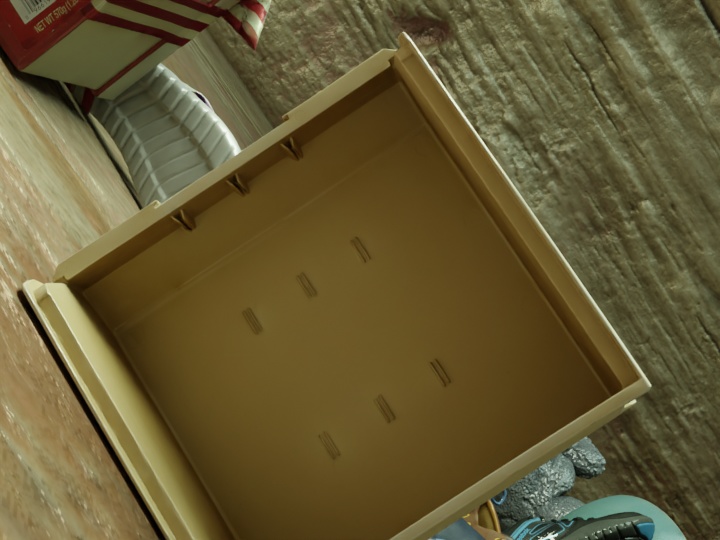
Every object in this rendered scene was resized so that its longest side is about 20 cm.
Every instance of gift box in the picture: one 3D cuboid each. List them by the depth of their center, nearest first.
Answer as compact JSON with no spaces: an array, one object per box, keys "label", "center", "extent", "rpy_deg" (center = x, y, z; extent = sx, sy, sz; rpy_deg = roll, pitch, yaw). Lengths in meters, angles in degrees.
[{"label":"gift box","center":[-0.168,-0.213,1.140],"extent":[0.200,0.184,0.187],"rpy_deg":[60,12,5]}]

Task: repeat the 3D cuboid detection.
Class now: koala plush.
[{"label":"koala plush","center":[0.241,0.313,2.216],"extent":[0.184,0.177,0.200],"rpy_deg":[32,22,-54]}]

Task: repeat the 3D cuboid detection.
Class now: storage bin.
[{"label":"storage bin","center":[-0.012,0.029,0.761],"extent":[0.199,0.200,0.094],"rpy_deg":[57,2,14]}]

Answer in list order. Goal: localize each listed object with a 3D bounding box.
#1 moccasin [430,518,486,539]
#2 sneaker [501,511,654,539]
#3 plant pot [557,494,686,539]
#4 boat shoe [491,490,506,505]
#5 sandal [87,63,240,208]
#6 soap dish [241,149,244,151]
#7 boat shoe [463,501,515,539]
[{"label":"moccasin","center":[0.090,0.255,1.336],"extent":[0.200,0.080,0.068],"rpy_deg":[39,15,-25]},{"label":"sneaker","center":[0.199,0.269,1.727],"extent":[0.082,0.200,0.073],"rpy_deg":[-128,-146,-49]},{"label":"plant pot","center":[0.240,0.344,1.818],"extent":[0.135,0.200,0.200],"rpy_deg":[-3,49,-39]},{"label":"boat shoe","center":[0.103,0.219,1.795],"extent":[0.200,0.069,0.084],"rpy_deg":[57,3,10]},{"label":"sandal","center":[-0.131,-0.094,1.222],"extent":[0.203,0.082,0.050],"rpy_deg":[56,15,20]},{"label":"soap dish","center":[-0.022,-0.083,1.594],"extent":[0.157,0.200,0.081],"rpy_deg":[4,70,-59]},{"label":"boat shoe","center":[0.107,0.255,1.507],"extent":[0.072,0.068,0.200],"rpy_deg":[55,3,-24]}]
